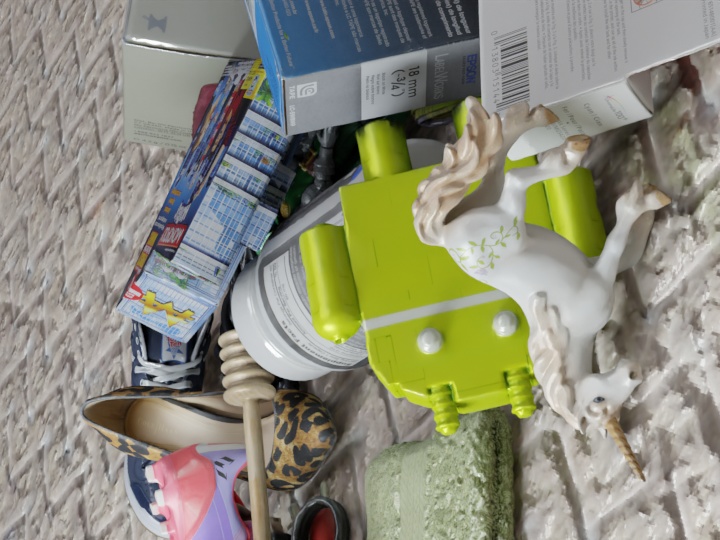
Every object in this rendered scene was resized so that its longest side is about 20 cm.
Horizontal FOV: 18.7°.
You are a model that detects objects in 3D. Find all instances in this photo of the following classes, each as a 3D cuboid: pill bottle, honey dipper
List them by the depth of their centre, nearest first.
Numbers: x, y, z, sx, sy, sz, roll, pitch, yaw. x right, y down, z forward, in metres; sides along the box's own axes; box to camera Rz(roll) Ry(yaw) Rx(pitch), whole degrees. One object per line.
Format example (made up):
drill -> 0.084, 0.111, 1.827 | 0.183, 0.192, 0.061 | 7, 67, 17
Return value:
pill bottle -> 0.000, 0.000, 1.443 | 0.200, 0.113, 0.114 | -32, 48, 54
honey dipper -> -0.071, 0.139, 1.489 | 0.038, 0.038, 0.201 | -34, 56, 53

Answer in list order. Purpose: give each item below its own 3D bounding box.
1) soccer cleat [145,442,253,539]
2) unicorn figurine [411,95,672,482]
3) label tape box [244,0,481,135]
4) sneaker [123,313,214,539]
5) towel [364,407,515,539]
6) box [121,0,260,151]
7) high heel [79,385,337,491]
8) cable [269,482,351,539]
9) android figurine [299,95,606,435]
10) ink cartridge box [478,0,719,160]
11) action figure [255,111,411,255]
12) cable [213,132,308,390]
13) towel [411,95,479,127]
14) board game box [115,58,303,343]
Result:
soccer cleat -> -0.103, 0.207, 1.561 | 0.067, 0.076, 0.201 | -118, 18, -55
unicorn figurine -> 0.112, 0.000, 1.223 | 0.138, 0.199, 0.074 | -55, 3, 4
label tape box -> 0.029, -0.176, 1.405 | 0.063, 0.199, 0.145 | 88, 168, -55
sneaker -> -0.146, 0.102, 1.694 | 0.109, 0.070, 0.201 | 100, 167, -45
towel -> 0.045, 0.190, 1.339 | 0.148, 0.036, 0.201 | -32, 49, 53
box -> -0.125, -0.187, 1.720 | 0.200, 0.108, 0.129 | 109, 169, -71
high heel -> -0.109, 0.113, 1.561 | 0.200, 0.142, 0.072 | -9, 72, 63
cable -> -0.021, 0.234, 1.466 | 0.097, 0.050, 0.201 | -40, 54, 32
android figurine -> 0.057, -0.002, 1.296 | 0.041, 0.181, 0.201 | 62, -161, -68
ink cartridge box -> 0.154, -0.178, 1.290 | 0.175, 0.045, 0.201 | -18, 52, 25
action figure -> -0.013, -0.091, 1.543 | 0.201, 0.055, 0.118 | -56, 17, 6
cable -> -0.057, -0.004, 1.645 | 0.163, 0.051, 0.201 | 180, 101, -68
towel -> 0.092, -0.196, 1.444 | 0.143, 0.023, 0.201 | -17, 61, 48
board game box -> -0.096, -0.045, 1.518 | 0.201, 0.061, 0.200 | -64, 12, 0
